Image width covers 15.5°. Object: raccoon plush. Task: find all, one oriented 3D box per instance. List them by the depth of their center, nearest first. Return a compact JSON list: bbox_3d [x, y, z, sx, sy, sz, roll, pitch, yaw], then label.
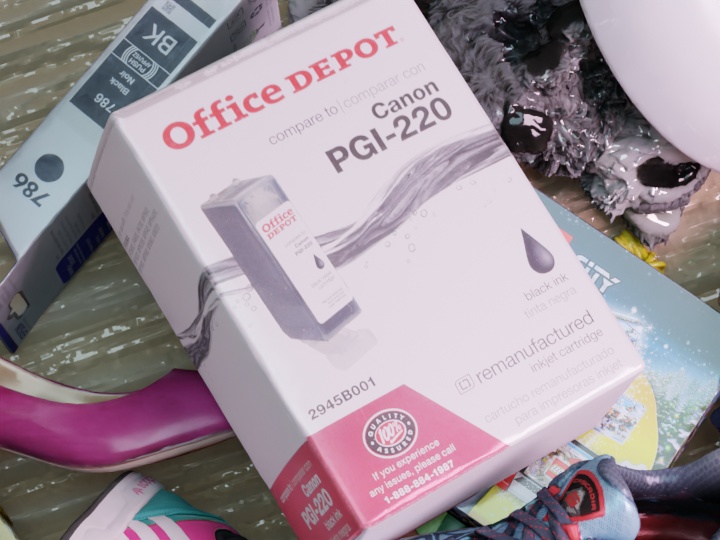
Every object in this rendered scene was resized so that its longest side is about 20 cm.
[{"bbox_3d":[0.078,-0.090,1.221,0.200,0.134,0.097,33,85,43],"label":"raccoon plush"}]

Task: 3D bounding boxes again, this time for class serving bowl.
[{"bbox_3d":[0.180,-0.144,1.164,0.200,0.066,0.200,14,68,-39],"label":"serving bowl"}]

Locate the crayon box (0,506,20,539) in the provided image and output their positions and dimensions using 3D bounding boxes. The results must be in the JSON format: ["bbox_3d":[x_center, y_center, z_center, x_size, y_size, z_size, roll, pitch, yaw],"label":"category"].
[{"bbox_3d":[-0.247,0.097,1.182,0.127,0.051,0.200,-37,79,-7],"label":"crayon box"}]

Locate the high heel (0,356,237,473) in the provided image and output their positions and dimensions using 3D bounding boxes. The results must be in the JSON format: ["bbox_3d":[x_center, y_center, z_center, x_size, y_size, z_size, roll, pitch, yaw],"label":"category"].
[{"bbox_3d":[-0.131,0.042,1.131,0.200,0.067,0.096,-11,88,1],"label":"high heel"}]

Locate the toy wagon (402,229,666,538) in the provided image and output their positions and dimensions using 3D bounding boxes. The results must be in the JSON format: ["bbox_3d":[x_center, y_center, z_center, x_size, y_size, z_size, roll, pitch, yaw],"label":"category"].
[{"bbox_3d":[0.052,0.043,1.197,0.200,0.040,0.155,-32,80,-6],"label":"toy wagon"}]

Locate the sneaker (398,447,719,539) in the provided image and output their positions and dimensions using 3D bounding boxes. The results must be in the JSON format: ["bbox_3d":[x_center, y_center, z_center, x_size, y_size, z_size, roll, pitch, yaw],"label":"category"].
[{"bbox_3d":[0.074,0.108,1.056,0.200,0.096,0.079,-9,46,-22],"label":"sneaker"}]

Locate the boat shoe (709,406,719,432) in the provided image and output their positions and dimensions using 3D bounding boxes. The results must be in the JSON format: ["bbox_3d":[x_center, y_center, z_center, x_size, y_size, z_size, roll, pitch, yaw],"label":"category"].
[{"bbox_3d":[0.247,0.064,1.176,0.200,0.093,0.075,-10,103,-32],"label":"boat shoe"}]

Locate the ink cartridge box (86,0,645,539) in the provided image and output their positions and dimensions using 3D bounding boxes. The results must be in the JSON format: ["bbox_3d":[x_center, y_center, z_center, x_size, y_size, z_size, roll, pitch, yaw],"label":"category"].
[{"bbox_3d":[0.000,0.000,1.092,0.146,0.085,0.200,-28,77,-20],"label":"ink cartridge box"}]

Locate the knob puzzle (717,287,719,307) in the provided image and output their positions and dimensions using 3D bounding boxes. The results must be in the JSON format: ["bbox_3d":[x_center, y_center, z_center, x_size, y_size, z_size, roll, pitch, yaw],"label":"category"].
[{"bbox_3d":[0.252,0.019,1.128,0.219,0.220,0.030,7,120,2],"label":"knob puzzle"}]

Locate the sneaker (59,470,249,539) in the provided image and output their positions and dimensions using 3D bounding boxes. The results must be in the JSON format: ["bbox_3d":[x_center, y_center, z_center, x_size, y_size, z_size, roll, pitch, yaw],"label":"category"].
[{"bbox_3d":[-0.071,0.154,1.068,0.121,0.200,0.084,25,109,4],"label":"sneaker"}]

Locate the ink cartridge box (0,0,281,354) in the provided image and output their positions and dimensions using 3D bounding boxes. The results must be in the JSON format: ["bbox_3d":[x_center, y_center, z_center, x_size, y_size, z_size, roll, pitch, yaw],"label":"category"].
[{"bbox_3d":[-0.112,-0.057,1.190,0.039,0.099,0.200,37,79,8],"label":"ink cartridge box"}]

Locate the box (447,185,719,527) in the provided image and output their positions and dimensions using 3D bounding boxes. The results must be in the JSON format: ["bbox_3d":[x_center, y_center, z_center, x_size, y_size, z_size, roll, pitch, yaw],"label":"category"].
[{"bbox_3d":[0.052,0.031,1.160,0.200,0.038,0.137,35,80,7],"label":"box"}]
